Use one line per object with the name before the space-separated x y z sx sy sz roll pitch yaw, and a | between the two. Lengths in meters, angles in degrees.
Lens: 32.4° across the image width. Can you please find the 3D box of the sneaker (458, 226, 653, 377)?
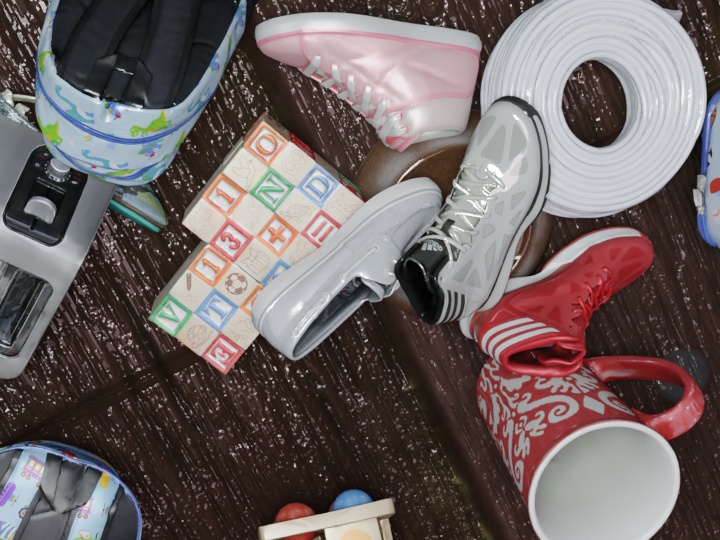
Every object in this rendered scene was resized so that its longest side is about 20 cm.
sneaker | 0.199 0.040 1.118 0.199 0.116 0.079 -27 130 -9

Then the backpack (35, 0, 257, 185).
backpack | -0.180 -0.166 0.978 0.162 0.201 0.154 20 124 -15

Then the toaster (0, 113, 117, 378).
toaster | -0.319 -0.027 0.999 0.180 0.119 0.200 27 129 -15

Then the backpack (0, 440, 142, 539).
backpack | -0.290 0.237 1.103 0.181 0.135 0.201 22 102 -13

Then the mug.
mug | 0.203 0.145 1.115 0.176 0.200 0.135 -8 112 -10

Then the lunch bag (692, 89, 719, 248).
lunch bag | 0.388 -0.093 1.123 0.199 0.075 0.162 -12 110 -27

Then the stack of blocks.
stack of blocks | -0.103 -0.024 1.095 0.115 0.059 0.200 37 100 -12

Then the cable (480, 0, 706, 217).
cable | 0.205 -0.145 1.089 0.198 0.069 0.202 6 95 -14

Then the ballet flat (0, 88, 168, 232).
ballet flat | -0.245 -0.102 1.056 0.199 0.074 0.075 26 100 -18

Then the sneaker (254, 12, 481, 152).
sneaker | 0.007 -0.158 1.061 0.198 0.075 0.106 5 87 -14

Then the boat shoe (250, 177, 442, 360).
boat shoe | 0.000 0.000 1.057 0.199 0.069 0.072 -35 149 -14

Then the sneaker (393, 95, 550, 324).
sneaker | 0.091 -0.040 1.024 0.075 0.115 0.202 26 119 26

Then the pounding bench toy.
pounding bench toy | -0.026 0.298 1.175 0.123 0.200 0.157 -10 75 -8

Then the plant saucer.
plant saucer | 0.087 -0.045 1.136 0.199 0.037 0.202 -3 106 -8
